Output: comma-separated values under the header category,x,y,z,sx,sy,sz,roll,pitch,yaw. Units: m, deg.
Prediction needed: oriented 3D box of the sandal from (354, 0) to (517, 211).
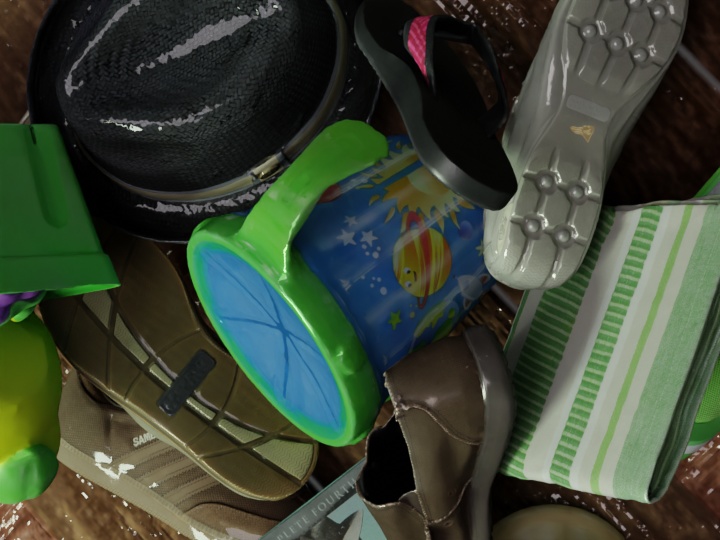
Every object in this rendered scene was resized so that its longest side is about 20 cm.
category,x,y,z,sx,sy,sz,roll,pitch,yaw
sandal,0.047,-0.096,1.234,0.075,0.200,0.045,25,111,-24

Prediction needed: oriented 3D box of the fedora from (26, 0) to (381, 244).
category,x,y,z,sx,sy,sz,roll,pitch,yaw
fedora,-0.091,-0.111,1.298,0.199,0.092,0.202,-1,85,9

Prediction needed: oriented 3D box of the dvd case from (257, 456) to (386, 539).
category,x,y,z,sx,sy,sz,roll,pitch,yaw
dvd case,0.029,0.207,1.341,0.146,0.022,0.200,-36,87,-5

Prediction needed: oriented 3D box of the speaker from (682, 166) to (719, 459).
category,x,y,z,sx,sy,sz,roll,pitch,yaw
speaker,0.192,0.005,1.230,0.088,0.088,0.200,43,116,10

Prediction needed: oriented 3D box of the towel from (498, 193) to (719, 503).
category,x,y,z,sx,sy,sz,roll,pitch,yaw
towel,0.122,0.035,1.202,0.023,0.200,0.153,25,81,-20

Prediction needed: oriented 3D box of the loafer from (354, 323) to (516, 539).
category,x,y,z,sx,sy,sz,roll,pitch,yaw
loafer,0.029,0.104,1.254,0.071,0.073,0.201,-7,135,-14

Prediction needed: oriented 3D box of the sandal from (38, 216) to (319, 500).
category,x,y,z,sx,sy,sz,roll,pitch,yaw
sandal,-0.104,0.053,1.366,0.200,0.054,0.080,43,80,6

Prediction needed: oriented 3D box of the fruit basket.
category,x,y,z,sx,sy,sz,roll,pitch,yaw
fruit basket,-0.230,0.029,1.308,0.215,0.155,0.217,2,93,40

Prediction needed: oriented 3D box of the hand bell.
category,x,y,z,sx,sy,sz,roll,pitch,yaw
hand bell,0.104,0.179,1.232,0.103,0.200,0.105,0,90,0

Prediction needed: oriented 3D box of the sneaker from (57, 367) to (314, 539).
category,x,y,z,sx,sy,sz,roll,pitch,yaw
sneaker,-0.087,0.105,1.392,0.199,0.070,0.076,23,104,17

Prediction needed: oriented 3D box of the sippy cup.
category,x,y,z,sx,sy,sz,roll,pitch,yaw
sippy cup,0.000,0.000,1.281,0.140,0.130,0.178,54,160,-2

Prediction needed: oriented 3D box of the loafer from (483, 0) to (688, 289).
category,x,y,z,sx,sy,sz,roll,pitch,yaw
loafer,0.109,-0.087,1.242,0.070,0.070,0.201,25,85,-14

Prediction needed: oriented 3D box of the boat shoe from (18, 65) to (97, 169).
category,x,y,z,sx,sy,sz,roll,pitch,yaw
boat shoe,-0.188,-0.047,1.407,0.200,0.075,0.068,-46,80,15
